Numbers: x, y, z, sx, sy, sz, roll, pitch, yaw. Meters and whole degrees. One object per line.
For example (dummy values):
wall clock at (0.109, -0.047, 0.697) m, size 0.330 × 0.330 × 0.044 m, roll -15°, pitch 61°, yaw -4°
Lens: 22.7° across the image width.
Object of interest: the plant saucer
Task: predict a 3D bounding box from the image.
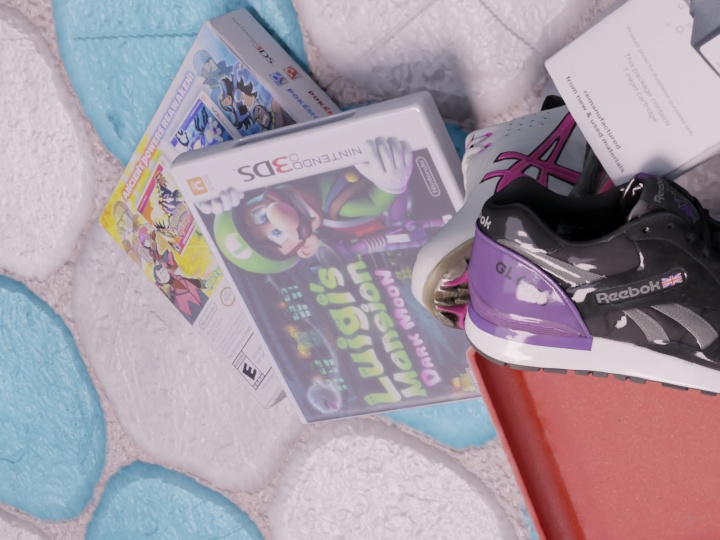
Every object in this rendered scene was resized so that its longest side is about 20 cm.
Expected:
plant saucer at (0.179, 0.088, 0.939) m, size 0.199 × 0.037 × 0.200 m, roll -14°, pitch 119°, yaw 17°

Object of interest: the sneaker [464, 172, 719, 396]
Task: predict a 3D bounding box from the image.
sneaker at (0.149, 0.003, 0.819) m, size 0.199 × 0.076 × 0.088 m, roll 3°, pitch 121°, yaw 2°

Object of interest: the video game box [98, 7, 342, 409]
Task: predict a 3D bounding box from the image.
video game box at (-0.069, -0.037, 1.172) m, size 0.182 × 0.047 × 0.200 m, roll 46°, pitch 132°, yaw 11°

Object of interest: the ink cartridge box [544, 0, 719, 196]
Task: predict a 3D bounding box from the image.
ink cartridge box at (0.207, -0.127, 0.828) m, size 0.200 × 0.146 × 0.086 m, roll -37°, pitch 84°, yaw 43°

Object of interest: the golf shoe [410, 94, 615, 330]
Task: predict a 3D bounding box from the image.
golf shoe at (0.080, -0.033, 0.941) m, size 0.092 × 0.200 × 0.073 m, roll 32°, pitch 131°, yaw 24°

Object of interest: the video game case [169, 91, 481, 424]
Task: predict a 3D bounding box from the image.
video game case at (0.000, 0.000, 1.090) m, size 0.181 × 0.023 × 0.201 m, roll -11°, pitch 118°, yaw 31°
